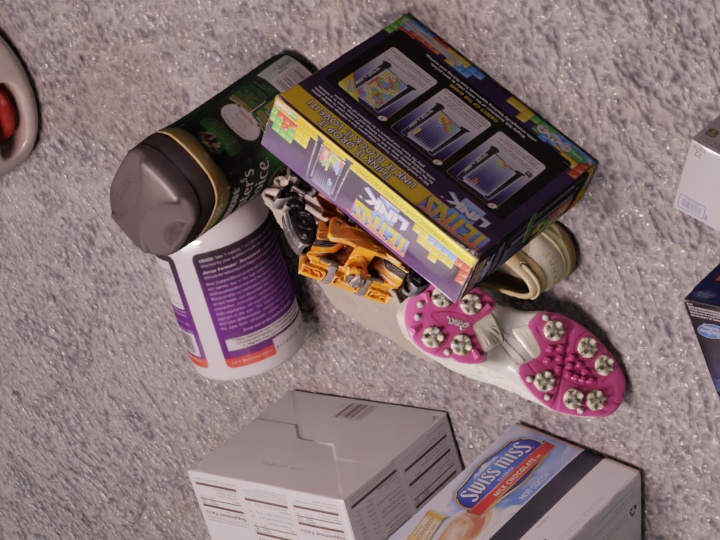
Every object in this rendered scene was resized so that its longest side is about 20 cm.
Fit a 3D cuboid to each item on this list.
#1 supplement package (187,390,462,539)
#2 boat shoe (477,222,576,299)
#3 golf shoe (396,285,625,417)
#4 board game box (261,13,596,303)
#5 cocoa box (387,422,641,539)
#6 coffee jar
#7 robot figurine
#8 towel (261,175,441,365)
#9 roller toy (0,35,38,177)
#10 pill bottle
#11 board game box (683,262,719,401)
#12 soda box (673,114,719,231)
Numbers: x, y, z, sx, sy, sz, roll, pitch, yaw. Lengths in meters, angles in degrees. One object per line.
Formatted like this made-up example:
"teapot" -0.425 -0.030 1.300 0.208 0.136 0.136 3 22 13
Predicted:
"supplement package" -0.026 0.204 1.765 0.200 0.156 0.111 5 120 42
"boat shoe" 0.079 -0.019 1.563 0.201 0.063 0.073 17 130 36
"golf shoe" 0.120 0.063 1.557 0.200 0.075 0.092 26 170 -12
"board game box" 0.053 -0.089 1.454 0.200 0.165 0.057 40 140 16
"cocoa box" 0.130 0.247 1.607 0.131 0.200 0.133 21 131 34
"coffee jar" -0.116 -0.095 1.588 0.085 0.200 0.104 47 142 7
"robot figurine" 0.002 -0.053 1.488 0.145 0.200 0.058 21 133 -12
"towel" 0.000 0.000 1.622 0.132 0.034 0.200 30 163 34
"roller toy" -0.425 -0.159 1.895 0.182 0.140 0.200 52 141 0
"pill bottle" -0.127 -0.011 1.735 0.111 0.111 0.200 8 124 41
"board game box" 0.347 0.108 1.396 0.200 0.062 0.200 13 129 38
"soda box" 0.319 -0.037 1.306 0.200 0.068 0.064 32 137 23
